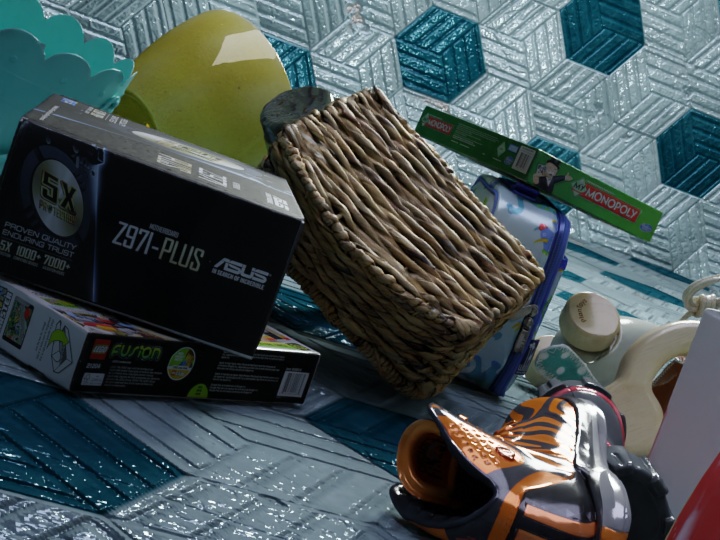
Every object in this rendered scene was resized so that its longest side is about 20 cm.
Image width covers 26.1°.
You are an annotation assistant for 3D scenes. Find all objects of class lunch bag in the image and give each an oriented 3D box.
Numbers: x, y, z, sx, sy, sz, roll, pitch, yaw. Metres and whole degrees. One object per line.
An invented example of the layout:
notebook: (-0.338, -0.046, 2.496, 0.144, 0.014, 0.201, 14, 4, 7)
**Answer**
lunch bag: (0.107, 0.004, 1.270, 0.082, 0.162, 0.200, 20, 7, -5)

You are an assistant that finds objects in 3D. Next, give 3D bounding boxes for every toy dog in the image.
toy dog: (0.238, 0.082, 1.301, 0.199, 0.097, 0.132, -7, -33, 0)

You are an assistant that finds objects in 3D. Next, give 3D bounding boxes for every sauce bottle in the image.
sauce bottle: (-0.029, -0.049, 1.248, 0.064, 0.201, 0.065, -8, 37, 6)

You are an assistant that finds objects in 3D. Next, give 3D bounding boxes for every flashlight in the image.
flashlight: (0.144, 0.115, 0.948, 0.067, 0.068, 0.200, 31, 5, -5)

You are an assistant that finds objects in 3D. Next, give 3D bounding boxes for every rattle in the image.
rattle: (0.208, 0.107, 1.190, 0.199, 0.131, 0.143, -8, 2, -9)

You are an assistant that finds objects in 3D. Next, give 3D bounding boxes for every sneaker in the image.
sneaker: (0.074, 0.100, 0.844, 0.111, 0.078, 0.200, 21, 8, -7)

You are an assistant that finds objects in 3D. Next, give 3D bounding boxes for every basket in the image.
basket: (0.000, 0.000, 1.099, 0.200, 0.149, 0.143, 48, 43, 7)

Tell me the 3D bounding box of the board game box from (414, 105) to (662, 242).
board game box: (0.144, -0.084, 1.301, 0.134, 0.029, 0.200, 22, 6, -29)

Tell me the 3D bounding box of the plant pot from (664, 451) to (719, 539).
plant pot: (0.166, 0.134, 0.413, 0.182, 0.202, 0.200, 22, 8, 26)

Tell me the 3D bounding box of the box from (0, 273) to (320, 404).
box: (-0.126, 0.038, 0.900, 0.110, 0.035, 0.200, 26, 9, 34)

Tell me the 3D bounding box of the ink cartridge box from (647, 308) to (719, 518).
ink cartridge box: (0.291, 0.119, 1.022, 0.199, 0.146, 0.085, 16, 8, -35)

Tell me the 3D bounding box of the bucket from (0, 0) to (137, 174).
bucket: (-0.303, -0.155, 1.284, 0.206, 0.135, 0.207, 27, 11, -6)

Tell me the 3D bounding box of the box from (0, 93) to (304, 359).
box: (-0.128, -0.033, 0.927, 0.163, 0.087, 0.200, 20, 7, -8)

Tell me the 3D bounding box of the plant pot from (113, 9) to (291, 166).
plant pot: (-0.183, -0.157, 1.614, 0.199, 0.201, 0.142, 27, 36, 37)
